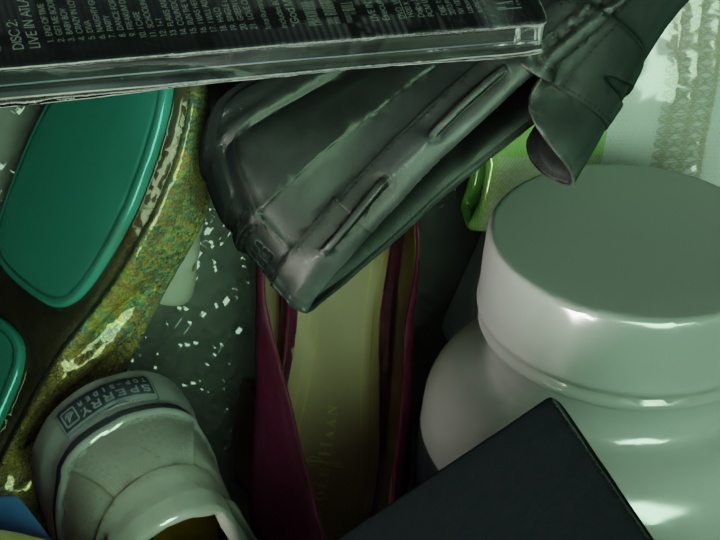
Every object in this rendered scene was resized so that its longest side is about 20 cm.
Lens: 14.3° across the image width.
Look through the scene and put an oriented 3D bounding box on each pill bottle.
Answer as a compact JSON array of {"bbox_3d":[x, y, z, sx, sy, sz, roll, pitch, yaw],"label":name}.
[{"bbox_3d":[0.074,0.074,0.898,0.119,0.120,0.201,-5,123,-15],"label":"pill bottle"}]

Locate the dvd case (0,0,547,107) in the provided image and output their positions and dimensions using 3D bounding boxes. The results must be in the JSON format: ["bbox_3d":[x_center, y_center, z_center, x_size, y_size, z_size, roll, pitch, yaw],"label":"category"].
[{"bbox_3d":[-0.064,-0.101,0.799,0.199,0.149,0.016,-6,134,-15],"label":"dvd case"}]

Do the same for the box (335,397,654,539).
[{"bbox_3d":[0.051,0.164,0.802,0.148,0.107,0.200,-33,129,0],"label":"box"}]

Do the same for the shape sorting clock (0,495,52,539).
[{"bbox_3d":[-0.165,0.110,0.805,0.199,0.200,0.039,-9,69,-14],"label":"shape sorting clock"}]

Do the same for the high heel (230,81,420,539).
[{"bbox_3d":[0.000,0.000,0.879,0.067,0.096,0.201,-4,111,-20],"label":"high heel"}]

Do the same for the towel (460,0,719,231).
[{"bbox_3d":[0.136,-0.077,0.907,0.199,0.031,0.150,0,108,-17],"label":"towel"}]

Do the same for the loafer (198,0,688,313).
[{"bbox_3d":[0.050,-0.058,0.834,0.200,0.068,0.071,-30,77,-2],"label":"loafer"}]

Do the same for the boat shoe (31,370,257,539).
[{"bbox_3d":[-0.050,0.119,0.890,0.071,0.070,0.201,-23,138,-15],"label":"boat shoe"}]

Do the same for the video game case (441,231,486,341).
[{"bbox_3d":[0.144,-0.040,0.952,0.181,0.023,0.201,19,102,-22],"label":"video game case"}]

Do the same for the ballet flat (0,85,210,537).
[{"bbox_3d":[-0.087,0.015,0.883,0.070,0.071,0.201,23,101,-23],"label":"ballet flat"}]
